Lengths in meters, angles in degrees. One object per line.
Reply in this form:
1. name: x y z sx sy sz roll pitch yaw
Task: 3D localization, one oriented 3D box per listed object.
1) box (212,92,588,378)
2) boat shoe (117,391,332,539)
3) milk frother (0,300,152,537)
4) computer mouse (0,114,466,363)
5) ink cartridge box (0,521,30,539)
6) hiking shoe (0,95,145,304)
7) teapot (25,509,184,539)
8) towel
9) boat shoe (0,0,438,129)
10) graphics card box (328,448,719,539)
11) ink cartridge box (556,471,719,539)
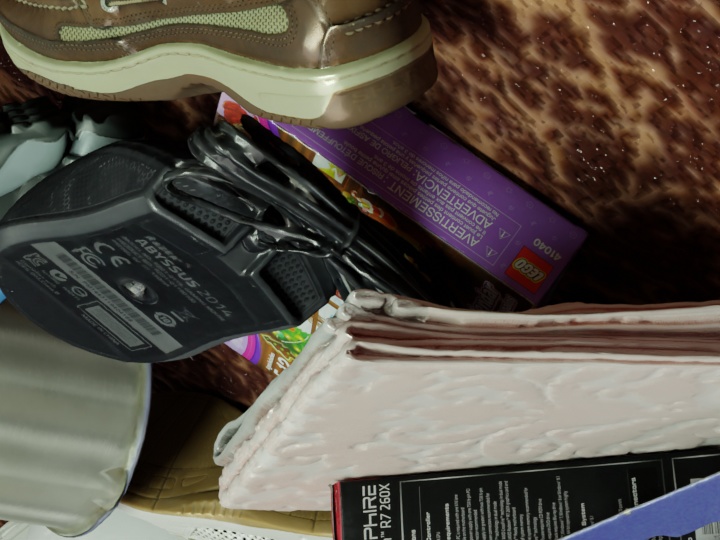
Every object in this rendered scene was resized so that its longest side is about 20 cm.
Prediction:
1. box: 0.000 0.000 1.084 0.137 0.039 0.200 35 156 6
2. boat shoe: -0.051 0.110 1.308 0.200 0.071 0.069 13 145 40
3. milk frother: -0.183 -0.001 1.235 0.188 0.181 0.200 12 138 -34
4. computer mouse: -0.056 -0.012 1.035 0.200 0.053 0.138 -8 138 47
5. ink cartridge box: -0.173 0.253 1.574 0.200 0.146 0.085 43 166 35
6. hiking shoe: -0.178 -0.011 1.113 0.074 0.199 0.087 -107 8 -76
7. teapot: -0.100 0.191 1.428 0.197 0.146 0.200 36 155 3
8. towel: 0.059 0.047 0.981 0.190 0.032 0.200 2 162 -16
9. boat shoe: -0.055 -0.102 0.960 0.202 0.075 0.075 10 125 43
10. graphics card box: 0.094 0.117 1.028 0.199 0.051 0.126 -6 145 3
11. ink cartridge box: 0.147 0.148 0.984 0.197 0.047 0.200 -26 133 26
